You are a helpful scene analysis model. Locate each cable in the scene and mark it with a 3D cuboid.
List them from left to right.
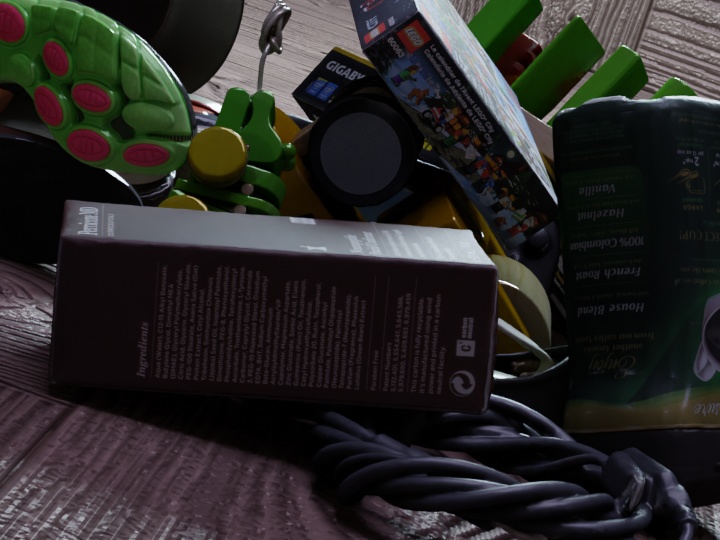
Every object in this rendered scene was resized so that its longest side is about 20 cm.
[{"bbox_3d":[0.053,0.093,1.254,0.162,0.051,0.200,7,10,-17],"label":"cable"}]

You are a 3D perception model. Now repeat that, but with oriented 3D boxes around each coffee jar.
[{"bbox_3d":[0.148,0.018,1.378,0.085,0.202,0.104,-6,-7,37],"label":"coffee jar"}]

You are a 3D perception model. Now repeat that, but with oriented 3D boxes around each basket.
[{"bbox_3d":[-0.150,-0.178,1.662,0.135,0.182,0.200,-14,8,7],"label":"basket"}]

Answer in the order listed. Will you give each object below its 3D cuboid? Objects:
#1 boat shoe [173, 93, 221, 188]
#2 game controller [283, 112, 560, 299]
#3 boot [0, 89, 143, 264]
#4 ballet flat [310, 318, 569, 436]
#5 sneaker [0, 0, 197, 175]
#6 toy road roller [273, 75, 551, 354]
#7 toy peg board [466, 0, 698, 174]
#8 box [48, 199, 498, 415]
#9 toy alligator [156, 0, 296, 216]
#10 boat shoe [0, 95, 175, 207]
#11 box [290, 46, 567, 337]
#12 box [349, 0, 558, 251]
[{"bbox_3d":[-0.047,-0.046,1.690,0.199,0.072,0.063,25,24,4],"label":"boat shoe"},{"bbox_3d":[0.014,-0.016,1.574,0.199,0.105,0.042,19,-30,-7],"label":"game controller"},{"bbox_3d":[-0.204,-0.073,1.530,0.187,0.069,0.200,5,21,-1],"label":"boot"},{"bbox_3d":[0.021,0.040,1.381,0.199,0.069,0.068,14,12,-23],"label":"ballet flat"},{"bbox_3d":[-0.144,-0.109,1.460,0.083,0.077,0.200,0,25,-45],"label":"sneaker"},{"bbox_3d":[0.000,0.000,1.492,0.201,0.146,0.123,55,9,-6],"label":"toy road roller"},{"bbox_3d":[0.136,-0.072,1.745,0.200,0.098,0.199,37,-14,32],"label":"toy peg board"},{"bbox_3d":[-0.042,0.015,1.278,0.198,0.076,0.100,3,11,-6],"label":"box"},{"bbox_3d":[-0.058,-0.048,1.407,0.054,0.201,0.059,22,-24,8],"label":"toy alligator"},{"bbox_3d":[-0.190,-0.073,1.618,0.200,0.061,0.072,24,41,31],"label":"boat shoe"},{"bbox_3d":[0.062,-0.047,1.726,0.200,0.049,0.160,29,-17,49],"label":"box"},{"bbox_3d":[0.046,-0.106,1.515,0.137,0.038,0.200,53,9,-20],"label":"box"}]
